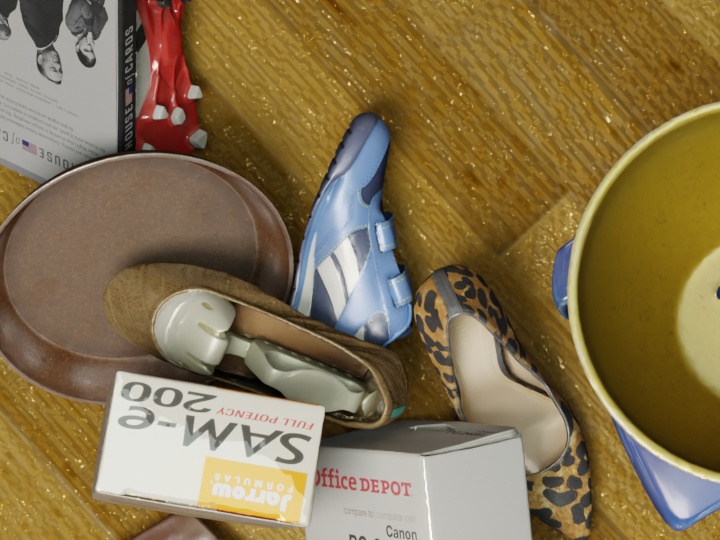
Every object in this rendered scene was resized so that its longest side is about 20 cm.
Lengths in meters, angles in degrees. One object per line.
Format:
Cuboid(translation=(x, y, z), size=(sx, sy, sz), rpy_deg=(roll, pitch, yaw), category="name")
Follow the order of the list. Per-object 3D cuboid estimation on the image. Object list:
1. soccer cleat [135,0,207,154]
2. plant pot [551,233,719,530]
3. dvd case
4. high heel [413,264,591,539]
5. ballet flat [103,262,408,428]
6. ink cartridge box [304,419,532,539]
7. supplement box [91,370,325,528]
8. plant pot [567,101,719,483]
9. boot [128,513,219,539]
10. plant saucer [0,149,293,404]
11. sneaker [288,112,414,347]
Cuboid(translation=(-0.149, -0.128, 1.509), size=(0.085, 0.068, 0.202), rpy_deg=(12, 110, 35), category="soccer cleat")
Cuboid(translation=(0.223, 0.030, 1.427), size=(0.199, 0.200, 0.180), rpy_deg=(-33, 84, 4), category="plant pot")
Cuboid(translation=(-0.202, -0.141, 1.449), size=(0.150, 0.025, 0.201), rpy_deg=(26, 134, 23), category="dvd case")
Cuboid(translation=(0.091, 0.089, 1.460), size=(0.071, 0.143, 0.201), rpy_deg=(-28, 91, 4), category="high heel")
Cuboid(translation=(-0.064, 0.051, 1.436), size=(0.199, 0.072, 0.068), rpy_deg=(24, 104, -5), category="ballet flat")
Cuboid(translation=(0.038, 0.199, 1.462), size=(0.083, 0.145, 0.202), rpy_deg=(-8, 93, -34), category="ink cartridge box")
Cuboid(translation=(-0.096, 0.111, 1.426), size=(0.125, 0.200, 0.074), rpy_deg=(10, 82, -7), category="supplement box")
Cuboid(translation=(0.215, 0.021, 1.261), size=(0.198, 0.142, 0.202), rpy_deg=(-2, 81, 10), category="plant pot")
Cuboid(translation=(-0.182, 0.188, 1.525), size=(0.199, 0.064, 0.187), rpy_deg=(-24, 99, 6), category="boot")
Cuboid(translation=(-0.142, 0.000, 1.481), size=(0.199, 0.035, 0.201), rpy_deg=(-7, 129, -9), category="plant saucer")
Cuboid(translation=(0.000, 0.000, 1.500), size=(0.082, 0.074, 0.202), rpy_deg=(12, 101, 2), category="sneaker")
